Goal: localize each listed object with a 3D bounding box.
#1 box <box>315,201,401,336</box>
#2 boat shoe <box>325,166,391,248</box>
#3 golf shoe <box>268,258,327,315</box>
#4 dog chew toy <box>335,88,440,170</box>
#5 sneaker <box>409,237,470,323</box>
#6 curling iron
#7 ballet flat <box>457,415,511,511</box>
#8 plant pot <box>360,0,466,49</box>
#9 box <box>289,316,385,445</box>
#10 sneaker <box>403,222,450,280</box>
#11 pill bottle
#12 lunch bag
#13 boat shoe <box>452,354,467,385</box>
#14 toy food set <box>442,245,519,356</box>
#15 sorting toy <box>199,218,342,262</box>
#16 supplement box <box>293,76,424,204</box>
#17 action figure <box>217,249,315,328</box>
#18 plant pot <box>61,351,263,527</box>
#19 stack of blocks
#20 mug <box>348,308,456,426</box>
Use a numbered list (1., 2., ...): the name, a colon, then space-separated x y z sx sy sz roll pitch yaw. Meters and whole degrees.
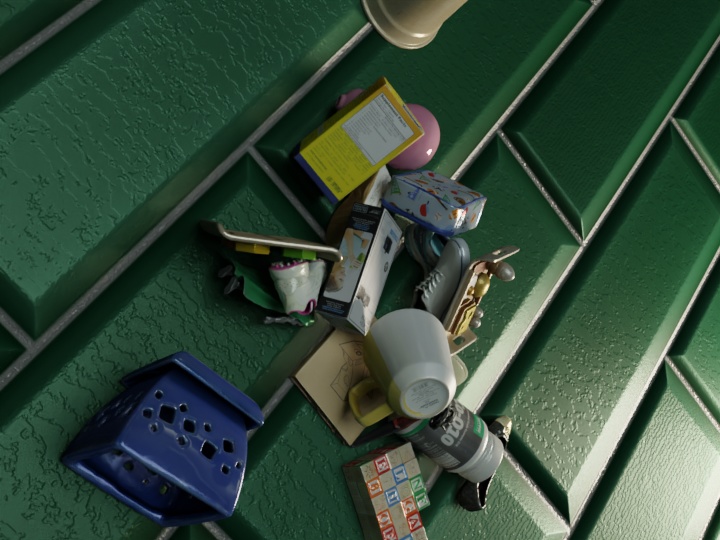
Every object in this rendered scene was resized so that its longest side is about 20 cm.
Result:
1. box: 0.000 0.000 1.569 0.117 0.060 0.201 50 57 -64
2. boat shoe: 0.007 -0.107 1.665 0.069 0.071 0.200 47 59 -33
3. golf shoe: -0.097 0.027 1.520 0.200 0.075 0.092 -7 86 -76
4. dog chew toy: 0.045 -0.265 1.700 0.200 0.124 0.125 24 67 -20
5. sneaker: 0.138 0.033 1.673 0.071 0.073 0.200 0 119 -34
6. curling iron: 0.069 0.263 1.562 0.026 0.200 0.050 54 27 -33
7. ballet flat: 0.243 0.362 1.735 0.066 0.057 0.200 48 58 -35
8. plant pot: 0.130 -0.551 1.774 0.200 0.183 0.201 8 76 -34
9. box: -0.012 0.177 1.622 0.200 0.021 0.164 -46 107 -32
10. sneaker: 0.159 -0.005 1.739 0.078 0.086 0.200 -42 104 -32
11. pill bottle: 0.154 0.289 1.658 0.200 0.113 0.113 38 61 -23
12. lunch bag: 0.133 -0.127 1.689 0.200 0.160 0.076 -18 131 -64
13. boat shoe: 0.128 0.149 1.693 0.200 0.072 0.068 39 19 -37
14. toy food set: 0.217 0.053 1.669 0.143 0.060 0.200 -21 136 -61
15. sorting toy: -0.145 -0.041 1.460 0.199 0.185 0.037 12 92 -19
16. supplement box: -0.004 -0.225 1.595 0.200 0.110 0.109 -37 106 10
17. action figure: -0.144 0.049 1.524 0.200 0.055 0.118 33 22 -40
18. plant pot: -0.271 0.236 1.328 0.200 0.200 0.180 40 54 -22
19. stack of blocks: 0.057 0.410 1.598 0.115 0.059 0.201 -18 90 -36
20. mug: 0.082 0.181 1.543 0.149 0.153 0.187 15 115 -20
